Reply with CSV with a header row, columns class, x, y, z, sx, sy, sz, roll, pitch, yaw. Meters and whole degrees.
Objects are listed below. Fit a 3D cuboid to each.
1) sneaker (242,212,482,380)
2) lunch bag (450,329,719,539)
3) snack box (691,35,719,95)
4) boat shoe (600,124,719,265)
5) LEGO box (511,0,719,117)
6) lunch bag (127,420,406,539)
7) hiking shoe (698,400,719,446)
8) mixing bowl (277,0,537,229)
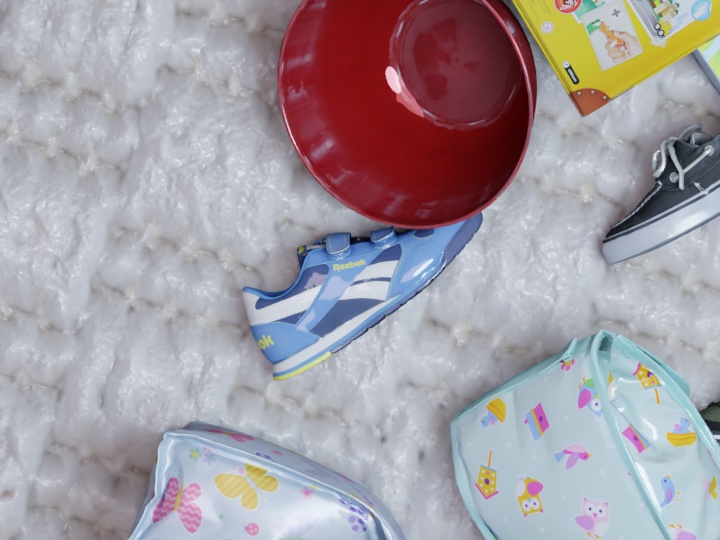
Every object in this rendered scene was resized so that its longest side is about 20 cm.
class,x,y,z,sx,sy,sz,roll,pitch,yaw
sneaker,0.000,0.000,1.750,0.200,0.074,0.082,-34,87,1
lunch bag,0.171,0.153,1.689,0.170,0.122,0.200,-32,89,46
snack box,0.336,-0.159,1.746,0.142,0.053,0.200,-35,88,4
boat shoe,0.250,-0.073,1.717,0.199,0.074,0.068,-33,83,34
LEGO box,0.167,-0.233,1.650,0.149,0.077,0.200,-31,119,6
lunch bag,-0.059,0.193,1.704,0.199,0.170,0.128,18,90,1
hiking shoe,0.307,0.086,1.748,0.199,0.076,0.101,-14,81,-7
mixing bowl,0.051,-0.142,1.711,0.199,0.108,0.201,10,114,23
